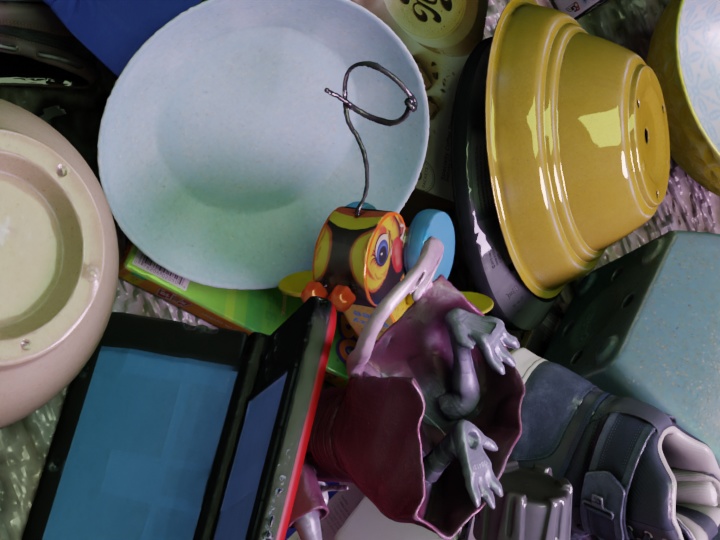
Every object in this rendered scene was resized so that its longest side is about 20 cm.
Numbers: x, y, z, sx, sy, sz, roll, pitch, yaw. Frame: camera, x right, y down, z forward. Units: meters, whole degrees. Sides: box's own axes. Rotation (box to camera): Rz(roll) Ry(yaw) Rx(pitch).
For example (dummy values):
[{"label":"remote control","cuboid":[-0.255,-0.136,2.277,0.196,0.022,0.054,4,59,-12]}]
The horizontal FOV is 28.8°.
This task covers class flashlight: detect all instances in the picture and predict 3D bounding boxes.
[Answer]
[{"label":"flashlight","cuboid":[0.091,0.216,0.812,0.067,0.068,0.203,7,107,8]}]

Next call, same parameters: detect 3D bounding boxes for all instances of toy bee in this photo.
[{"label":"toy bee","cuboid":[0.000,0.000,0.816,0.201,0.130,0.109,54,47,-25]}]

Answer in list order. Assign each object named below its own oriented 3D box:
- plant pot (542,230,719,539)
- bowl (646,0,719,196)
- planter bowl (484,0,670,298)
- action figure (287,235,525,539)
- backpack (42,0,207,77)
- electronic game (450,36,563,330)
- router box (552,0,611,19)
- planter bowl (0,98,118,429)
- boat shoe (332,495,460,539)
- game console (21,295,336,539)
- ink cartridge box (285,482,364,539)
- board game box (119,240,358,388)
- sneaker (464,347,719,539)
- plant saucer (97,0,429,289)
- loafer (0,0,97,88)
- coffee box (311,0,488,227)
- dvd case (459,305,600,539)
[{"label":"plant pot","cuboid":[0.231,0.088,0.946,0.199,0.196,0.197,37,62,-11]},{"label":"bowl","cuboid":[0.290,-0.135,1.096,0.198,0.107,0.203,7,75,-27]},{"label":"planter bowl","cuboid":[0.155,-0.085,0.926,0.200,0.082,0.203,-4,90,-65]},{"label":"action figure","cuboid":[-0.004,0.091,0.766,0.150,0.199,0.134,54,54,-14]},{"label":"backpack","cuboid":[-0.104,-0.240,0.852,0.168,0.162,0.200,51,32,-9]},{"label":"electronic game","cuboid":[0.106,-0.060,0.963,0.199,0.041,0.203,-4,90,-65]},{"label":"router box","cuboid":[0.247,-0.269,1.051,0.148,0.200,0.051,-30,91,-31]},{"label":"planter bowl","cuboid":[-0.214,-0.008,0.751,0.198,0.134,0.203,3,83,-29]},{"label":"boat shoe","cuboid":[0.030,0.149,0.855,0.071,0.066,0.202,7,52,14]},{"label":"game console","cuboid":[-0.107,0.110,0.764,0.117,0.172,0.202,18,69,-13]},{"label":"ink cartridge box","cuboid":[-0.055,0.176,0.865,0.199,0.039,0.100,-38,98,-30]},{"label":"board game box","cuboid":[-0.053,0.003,0.917,0.198,0.030,0.096,27,66,-18]},{"label":"sneaker","cuboid":[0.142,0.162,0.857,0.077,0.145,0.205,-37,137,-48]},{"label":"plant saucer","cuboid":[-0.058,-0.081,0.834,0.199,0.202,0.039,14,28,-25]},{"label":"loafer","cuboid":[-0.243,-0.130,0.821,0.198,0.072,0.064,-13,88,-34]},{"label":"coffee box","cuboid":[0.017,-0.141,0.960,0.112,0.080,0.202,19,69,-24]},{"label":"dvd case","cuboid":[0.144,0.145,0.997,0.148,0.016,0.201,38,62,-17]}]
